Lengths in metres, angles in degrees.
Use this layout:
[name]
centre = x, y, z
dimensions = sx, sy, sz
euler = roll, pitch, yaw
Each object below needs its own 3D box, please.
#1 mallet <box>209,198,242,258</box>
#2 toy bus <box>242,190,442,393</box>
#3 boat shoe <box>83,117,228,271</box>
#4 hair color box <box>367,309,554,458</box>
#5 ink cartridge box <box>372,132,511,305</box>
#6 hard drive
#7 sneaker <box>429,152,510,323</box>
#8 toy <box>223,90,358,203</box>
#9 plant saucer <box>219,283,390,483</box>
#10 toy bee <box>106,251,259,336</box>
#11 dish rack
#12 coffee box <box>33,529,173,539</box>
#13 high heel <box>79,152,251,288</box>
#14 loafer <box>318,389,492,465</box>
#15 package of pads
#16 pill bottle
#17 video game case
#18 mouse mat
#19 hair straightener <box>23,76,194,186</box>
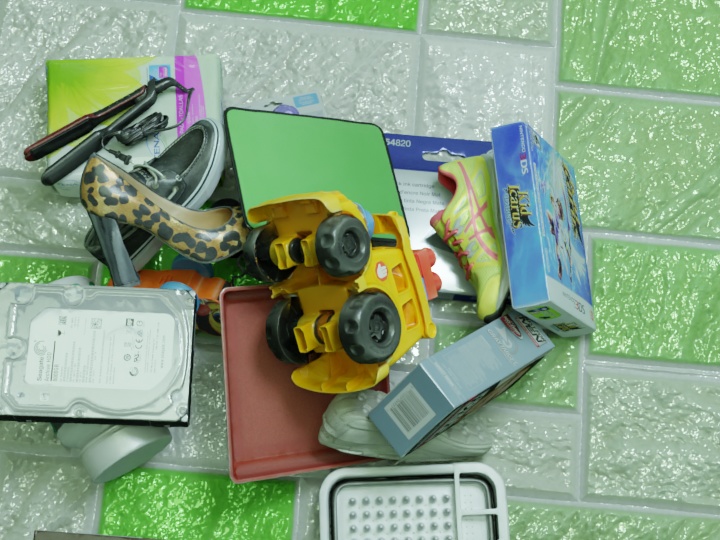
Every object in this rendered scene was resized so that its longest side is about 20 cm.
[mallet]
centre = -0.084, -0.083, 1.519
dimensions = 0.200, 0.066, 0.041
euler = -31, 49, -26
[toy bus]
centre = 0.000, 0.000, 1.356
dimensions = 0.192, 0.136, 0.200
euler = -28, 106, -42
[boat shoe]
centre = -0.216, -0.083, 1.420
dimensions = 0.072, 0.071, 0.200
euler = 36, 91, 37
[hair color box]
centre = 0.108, 0.113, 1.386
dimensions = 0.061, 0.099, 0.200
euler = 51, 39, 12
[ink cartridge box]
centre = 0.094, -0.066, 1.519
dimensions = 0.199, 0.041, 0.200
euler = 4, 74, -2
[hard drive]
centre = -0.268, 0.084, 1.343
dimensions = 0.200, 0.038, 0.140
euler = 3, 73, -3
[sneaker]
centre = 0.121, -0.035, 1.456
dimensions = 0.090, 0.078, 0.200
euler = 0, 65, -4
[toy]
centre = -0.080, -0.138, 1.489
dimensions = 0.115, 0.047, 0.200
euler = -12, 53, -8
[plant saucer]
centre = -0.062, 0.111, 1.408
dimensions = 0.200, 0.037, 0.200
euler = -4, 91, -32
[toy bee]
centre = -0.175, 0.042, 1.441
dimensions = 0.200, 0.109, 0.131
euler = 9, 46, 40
[dish rack]
centre = 0.057, 0.294, 1.415
dimensions = 0.200, 0.044, 0.172
euler = -1, 75, -4
[coffee box]
centre = -0.236, 0.332, 1.367
dimensions = 0.200, 0.080, 0.114
euler = 6, 74, -2
[high heel]
centre = -0.182, -0.076, 1.370
dimensions = 0.200, 0.071, 0.143
euler = -21, 113, -15
[loafer]
centre = 0.048, 0.172, 1.421
dimensions = 0.200, 0.070, 0.070
euler = 14, 39, -26
[package of pads]
centre = -0.255, -0.162, 1.514
dimensions = 0.200, 0.068, 0.155
euler = -3, 73, -3
[pill bottle]
centre = -0.288, 0.115, 1.409
dimensions = 0.113, 0.113, 0.200
euler = -30, 77, -11
[video game case]
centre = 0.201, -0.041, 1.447
dimensions = 0.045, 0.181, 0.200
euler = -11, 74, 22
[mouse mat]
centre = -0.047, -0.103, 1.439
dimensions = 0.200, 0.008, 0.161
euler = 3, 59, -28
[hair straightener]
centre = -0.263, -0.146, 1.458
dimensions = 0.200, 0.041, 0.077
euler = -31, 77, -16
